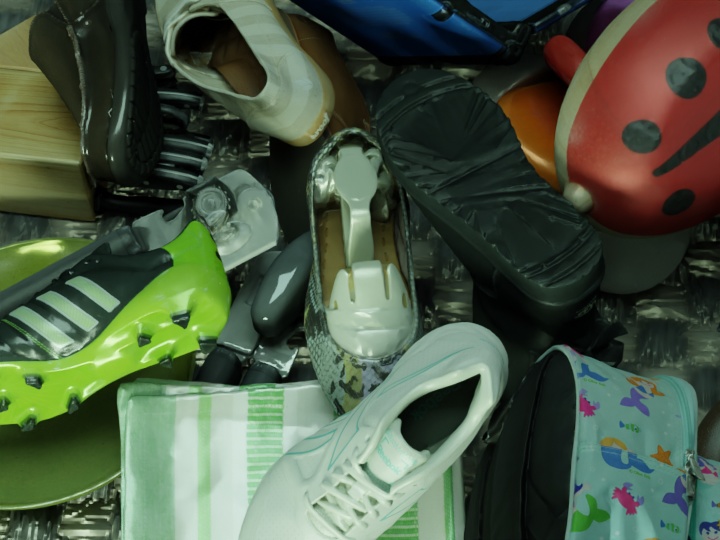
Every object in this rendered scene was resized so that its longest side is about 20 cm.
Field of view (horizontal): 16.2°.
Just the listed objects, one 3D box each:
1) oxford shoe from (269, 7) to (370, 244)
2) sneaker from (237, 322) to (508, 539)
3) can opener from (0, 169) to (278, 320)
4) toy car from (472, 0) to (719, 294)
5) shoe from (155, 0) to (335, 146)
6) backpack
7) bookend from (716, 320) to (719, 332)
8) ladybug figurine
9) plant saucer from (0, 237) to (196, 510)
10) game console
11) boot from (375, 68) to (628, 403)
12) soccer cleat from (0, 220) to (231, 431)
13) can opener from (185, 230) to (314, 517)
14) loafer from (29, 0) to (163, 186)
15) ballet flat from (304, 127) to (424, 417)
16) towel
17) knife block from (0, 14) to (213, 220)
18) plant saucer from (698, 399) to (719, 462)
[{"bbox_3d":[-0.020,-0.081,1.607,0.071,0.071,0.201,6,58,-33],"label":"oxford shoe"},{"bbox_3d":[0.003,0.108,1.393,0.070,0.080,0.200,43,94,-5],"label":"sneaker"},{"bbox_3d":[-0.138,0.005,1.524,0.199,0.067,0.054,-28,77,-3],"label":"can opener"},{"bbox_3d":[0.163,-0.102,1.551,0.199,0.150,0.175,-32,59,-17],"label":"toy car"},{"bbox_3d":[-0.084,-0.146,1.595,0.200,0.053,0.070,45,111,46],"label":"shoe"},{"bbox_3d":[0.126,0.148,1.371,0.149,0.178,0.201,11,50,-15],"label":"backpack"},{"bbox_3d":[0.302,-0.030,1.496,0.092,0.199,0.201,22,89,18],"label":"bookend"},{"bbox_3d":[0.195,-0.095,1.452,0.200,0.136,0.072,-43,25,-17],"label":"ladybug figurine"},{"bbox_3d":[-0.194,0.067,1.528,0.198,0.031,0.201,-4,52,6],"label":"plant saucer"},{"bbox_3d":[0.057,-0.193,1.584,0.170,0.200,0.119,32,81,-22],"label":"game console"},{"bbox_3d":[0.081,-0.004,1.484,0.073,0.163,0.198,-32,58,-15],"label":"boot"},{"bbox_3d":[-0.165,0.034,1.458,0.199,0.068,0.081,-20,48,14],"label":"soccer cleat"},{"bbox_3d":[-0.076,0.063,1.513,0.052,0.067,0.201,17,64,17],"label":"can opener"},{"bbox_3d":[-0.167,-0.129,1.565,0.071,0.073,0.201,-12,50,5],"label":"loafer"},{"bbox_3d":[0.000,0.000,1.469,0.071,0.072,0.202,-6,57,0],"label":"ballet flat"},{"bbox_3d":[-0.038,0.133,1.452,0.198,0.023,0.154,-1,72,-6],"label":"towel"},{"bbox_3d":[-0.197,-0.069,1.609,0.199,0.064,0.176,-31,58,-17],"label":"knife block"},{"bbox_3d":[0.284,0.125,1.460,0.198,0.032,0.201,-3,55,4],"label":"plant saucer"}]
